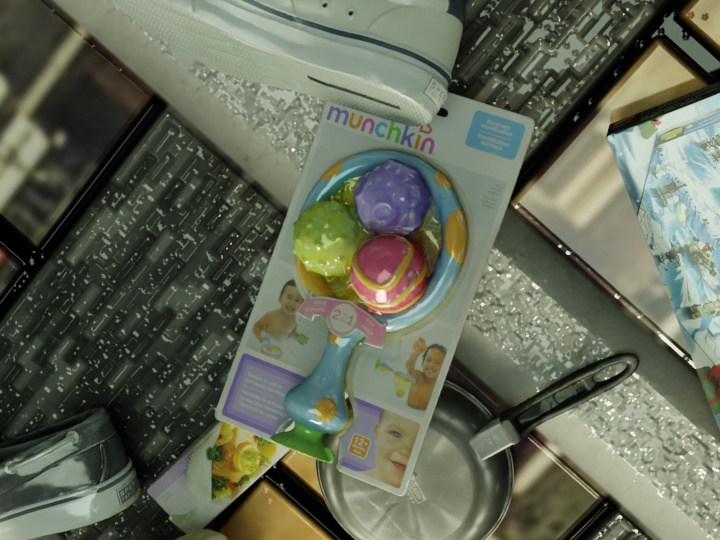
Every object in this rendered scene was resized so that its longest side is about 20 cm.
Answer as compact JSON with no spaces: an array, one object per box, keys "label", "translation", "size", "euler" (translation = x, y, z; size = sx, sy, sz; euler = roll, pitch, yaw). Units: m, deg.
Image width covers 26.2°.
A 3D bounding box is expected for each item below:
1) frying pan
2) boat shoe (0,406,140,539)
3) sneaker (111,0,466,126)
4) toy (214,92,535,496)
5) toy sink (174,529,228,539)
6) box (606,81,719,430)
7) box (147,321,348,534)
[{"label":"frying pan","translation":[0.064,0.110,0.854],"size":[0.188,0.031,0.116],"euler":[-5,105,15]},{"label":"boat shoe","translation":[-0.228,0.126,0.891],"size":[0.198,0.072,0.068],"euler":[-16,104,12]},{"label":"sneaker","translation":[-0.039,-0.136,0.792],"size":[0.198,0.073,0.071],"euler":[21,76,12]},{"label":"toy","translation":[0.000,0.000,0.784],"size":[0.114,0.047,0.202],"euler":[20,93,21]},{"label":"toy sink","translation":[-0.152,0.242,0.862],"size":[0.111,0.130,0.202],"euler":[12,112,38]},{"label":"box","translation":[0.223,-0.004,0.782],"size":[0.136,0.040,0.202],"euler":[-20,100,17]},{"label":"box","translation":[-0.037,0.069,0.854],"size":[0.039,0.041,0.200],"euler":[45,107,-4]}]
